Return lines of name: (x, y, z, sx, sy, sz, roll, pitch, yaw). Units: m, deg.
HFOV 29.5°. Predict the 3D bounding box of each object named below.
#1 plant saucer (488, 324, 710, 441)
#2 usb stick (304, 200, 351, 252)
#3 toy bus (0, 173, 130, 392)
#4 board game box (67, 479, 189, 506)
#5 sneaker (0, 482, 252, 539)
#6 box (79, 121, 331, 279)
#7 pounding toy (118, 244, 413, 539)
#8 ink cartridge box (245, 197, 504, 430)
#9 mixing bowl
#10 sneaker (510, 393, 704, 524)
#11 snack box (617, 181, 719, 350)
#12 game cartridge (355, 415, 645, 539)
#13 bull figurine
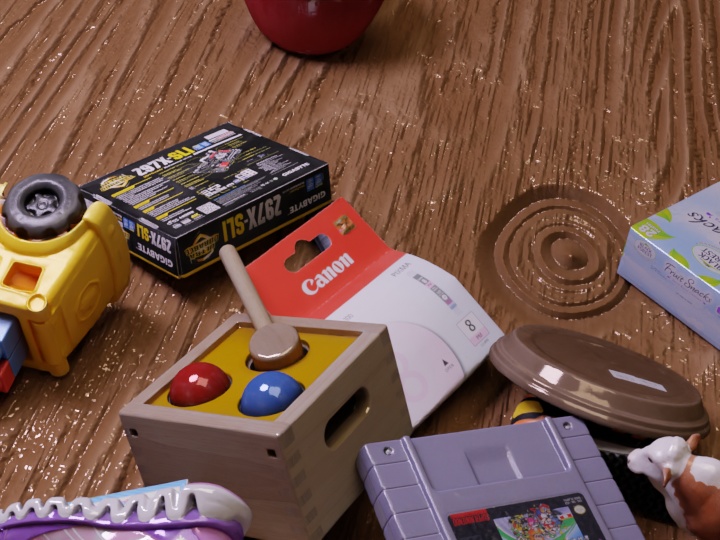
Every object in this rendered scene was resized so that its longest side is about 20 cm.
plant saucer: (0.208, 0.092, 1.178, 0.199, 0.030, 0.200, 18, 13, -4)
usb stick: (0.000, 0.000, 1.320, 0.055, 0.033, 0.200, -8, 42, -20)
toy bus: (-0.326, 0.016, 1.188, 0.199, 0.136, 0.193, 15, 56, 13)
board game box: (-0.215, 0.226, 0.964, 0.199, 0.034, 0.135, -11, 39, 4)
sneaker: (-0.169, 0.199, 0.902, 0.199, 0.081, 0.089, -9, 58, 13)
box: (-0.152, -0.075, 1.351, 0.159, 0.050, 0.200, 23, 40, 39)
pounding toy: (-0.075, 0.089, 1.080, 0.183, 0.143, 0.200, 3, 30, 34)
ink cartridge box: (0.013, 0.033, 1.207, 0.200, 0.057, 0.162, 51, 49, 0)
mixing bowl: (-0.059, -0.331, 1.653, 0.199, 0.109, 0.201, 5, 40, -4)
sneaker: (0.224, 0.145, 1.151, 0.199, 0.070, 0.090, 13, 43, 10)
snack box: (0.387, -0.009, 1.369, 0.199, 0.068, 0.169, -26, 50, -32)
game cartridge: (0.108, 0.176, 1.024, 0.199, 0.038, 0.130, -4, 47, -27)
bull figurine: (0.301, 0.192, 1.066, 0.199, 0.122, 0.065, 11, 39, 3)
